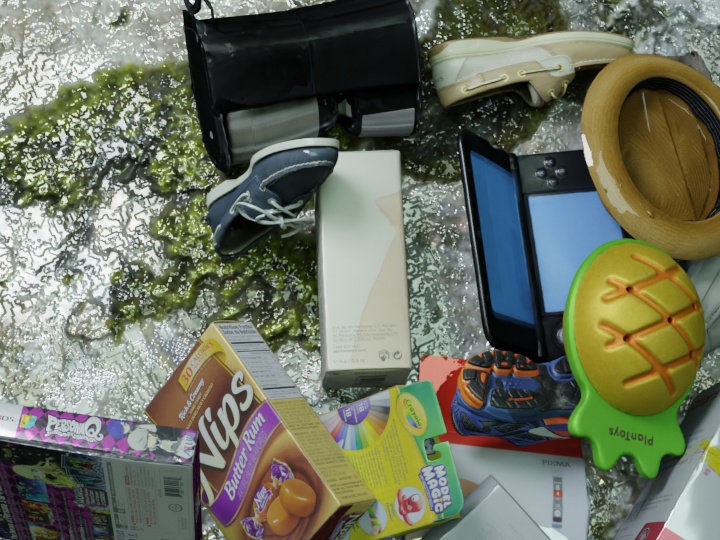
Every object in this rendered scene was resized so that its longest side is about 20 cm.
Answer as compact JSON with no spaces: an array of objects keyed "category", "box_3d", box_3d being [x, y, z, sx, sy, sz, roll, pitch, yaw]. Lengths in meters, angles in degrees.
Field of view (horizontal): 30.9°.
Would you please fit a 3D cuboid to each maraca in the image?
[{"category":"maraca","box_3d":[0.229,0.071,1.094,0.136,0.107,0.201,12,74,-19]}]

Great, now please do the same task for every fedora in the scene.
[{"category":"fedora","box_3d":[0.271,-0.097,1.194,0.199,0.082,0.202,7,70,-19]}]

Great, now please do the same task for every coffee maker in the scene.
[{"category":"coffee maker","box_3d":[-0.050,-0.196,1.175,0.199,0.193,0.135,-14,44,-14]}]

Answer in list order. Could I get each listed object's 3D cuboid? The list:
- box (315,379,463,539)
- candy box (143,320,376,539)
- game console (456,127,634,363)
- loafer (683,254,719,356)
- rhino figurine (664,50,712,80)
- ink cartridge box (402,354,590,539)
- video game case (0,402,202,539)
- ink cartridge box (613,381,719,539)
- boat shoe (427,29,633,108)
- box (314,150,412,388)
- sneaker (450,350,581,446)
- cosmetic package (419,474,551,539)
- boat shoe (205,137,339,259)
[{"category":"box","box_3d":[0.001,0.172,1.095,0.199,0.048,0.118,-24,73,35]},{"category":"candy box","box_3d":[-0.089,0.154,1.099,0.117,0.056,0.200,-50,61,23]},{"category":"game console","box_3d":[0.178,-0.026,1.178,0.175,0.116,0.201,-5,76,-4]},{"category":"loafer","box_3d":[0.317,0.041,1.190,0.069,0.070,0.201,23,74,11]},{"category":"rhino figurine","box_3d":[0.362,-0.144,1.247,0.200,0.060,0.088,39,85,11]},{"category":"ink cartridge box","box_3d":[0.124,0.178,1.156,0.161,0.050,0.201,6,78,-1]},{"category":"video game case","box_3d":[-0.221,0.178,1.065,0.180,0.200,0.036,8,55,0]},{"category":"ink cartridge box","box_3d":[0.323,0.210,1.106,0.144,0.145,0.201,32,76,5]},{"category":"boat shoe","box_3d":[0.165,-0.190,1.250,0.199,0.074,0.067,-5,88,-2]},{"category":"box","box_3d":[0.000,0.000,1.176,0.077,0.095,0.201,-2,76,-4]},{"category":"sneaker","box_3d":[0.165,0.118,1.144,0.199,0.079,0.076,10,50,-20]},{"category":"cosmetic package","box_3d":[0.124,0.296,1.088,0.151,0.052,0.200,-42,93,-1]},{"category":"boat shoe","box_3d":[-0.080,-0.062,1.141,0.075,0.200,0.062,8,70,-36]}]
